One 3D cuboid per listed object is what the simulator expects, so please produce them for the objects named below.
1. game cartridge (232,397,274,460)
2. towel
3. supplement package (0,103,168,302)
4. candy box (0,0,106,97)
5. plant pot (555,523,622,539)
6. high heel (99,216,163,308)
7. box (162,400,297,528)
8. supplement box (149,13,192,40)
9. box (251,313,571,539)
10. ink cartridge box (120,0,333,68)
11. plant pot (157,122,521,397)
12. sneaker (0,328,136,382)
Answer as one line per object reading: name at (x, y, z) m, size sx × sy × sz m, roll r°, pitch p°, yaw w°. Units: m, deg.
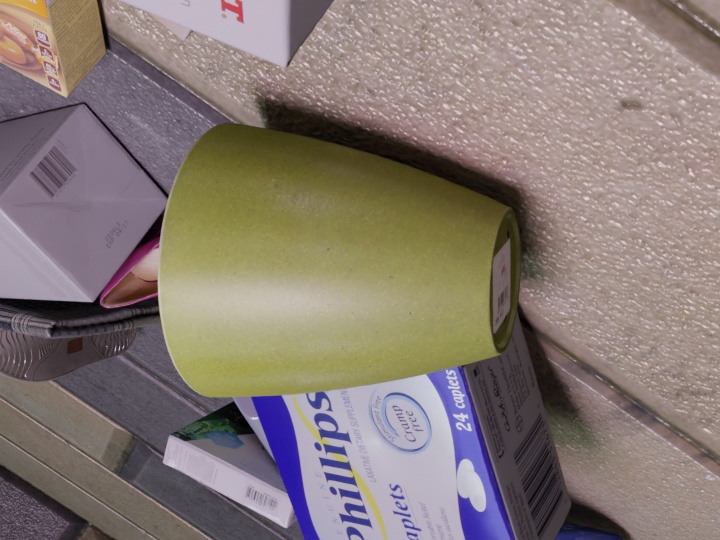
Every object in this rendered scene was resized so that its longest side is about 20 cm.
game cartridge at (-0.114, 0.095, 1.016) m, size 0.200 × 0.040 × 0.134 m, roll 51°, pitch 166°, yaw 42°
towel at (-0.294, 0.032, 1.089) m, size 0.191 × 0.035 × 0.199 m, roll 7°, pitch -172°, yaw 36°
supplement package at (-0.293, -0.056, 0.963) m, size 0.199 × 0.122 × 0.120 m, roll -1°, pitch 138°, yaw 47°
candy box at (-0.240, -0.217, 0.712) m, size 0.115 × 0.056 × 0.201 m, roll 28°, pitch 153°, yaw 10°
plant pot at (0.107, 0.322, 1.000) m, size 0.179 × 0.202 × 0.199 m, roll 22°, pitch 163°, yaw -40°
high heel at (-0.150, -0.007, 0.919) m, size 0.199 × 0.096 × 0.067 m, roll 3°, pitch 141°, yaw 45°
box at (-0.085, 0.180, 1.088) m, size 0.143 × 0.037 × 0.200 m, roll 23°, pitch -164°, yaw 18°
supplement box at (-0.137, -0.231, 0.557) m, size 0.199 × 0.074 × 0.126 m, roll 37°, pitch 153°, yaw -10°
box at (0.037, 0.130, 0.834) m, size 0.198 × 0.105 × 0.186 m, roll -6°, pitch 111°, yaw 35°
ink cartridge box at (-0.089, -0.171, 0.335) m, size 0.198 × 0.084 × 0.145 m, roll 23°, pitch 149°, yaw 10°
plant pot at (0.000, 0.000, 0.711) m, size 0.198 × 0.188 × 0.188 m, roll 4°, pitch 145°, yaw 19°
sneaker at (-0.356, 0.069, 1.194) m, size 0.105 × 0.076 × 0.199 m, roll 17°, pitch -168°, yaw 33°
